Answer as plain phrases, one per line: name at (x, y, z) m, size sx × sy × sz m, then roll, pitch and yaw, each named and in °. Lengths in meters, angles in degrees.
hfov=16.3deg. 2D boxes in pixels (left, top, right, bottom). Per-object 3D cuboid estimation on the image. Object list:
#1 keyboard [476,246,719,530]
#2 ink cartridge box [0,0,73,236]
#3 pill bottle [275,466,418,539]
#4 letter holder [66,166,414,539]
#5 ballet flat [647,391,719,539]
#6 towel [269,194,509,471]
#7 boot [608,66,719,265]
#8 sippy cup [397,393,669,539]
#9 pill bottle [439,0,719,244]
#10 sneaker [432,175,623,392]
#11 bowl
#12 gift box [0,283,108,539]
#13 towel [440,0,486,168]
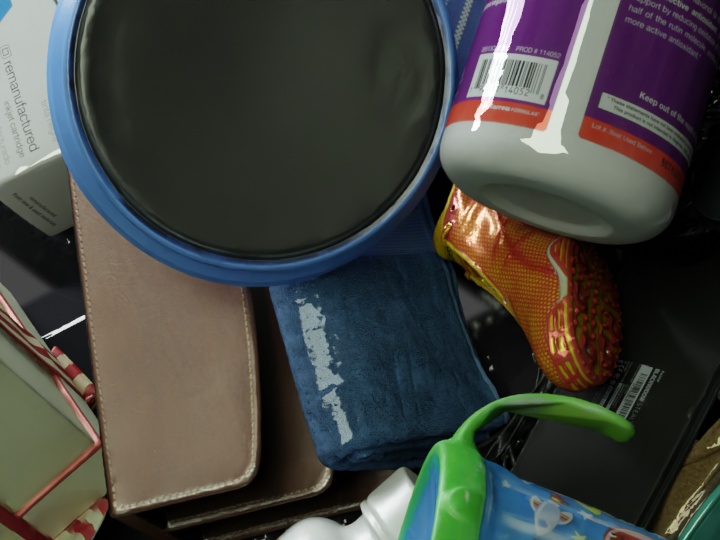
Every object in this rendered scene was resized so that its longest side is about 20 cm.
keyboard at (0.125, 0.067, 1.229) m, size 0.104 × 0.040 × 0.201 m, roll 15°, pitch 60°, yaw 32°
ink cartridge box at (-0.118, -0.132, 1.365) m, size 0.199 × 0.086 × 0.147 m, roll -26°, pitch 66°, yaw 12°
pill bottle at (-0.025, 0.191, 1.216) m, size 0.200 × 0.111 × 0.111 m, roll -42°, pitch 65°, yaw 3°
letter holder at (-0.058, 0.025, 1.287) m, size 0.141 × 0.101 × 0.201 m, roll -15°, pitch 69°, yaw 14°
ballet flat at (0.186, 0.077, 1.205) m, size 0.200 × 0.068 × 0.072 m, roll -52°, pitch 44°, yaw -1°
towel at (0.000, 0.000, 1.261) m, size 0.048 × 0.111 × 0.201 m, roll -31°, pitch 68°, yaw 43°
boot at (0.138, -0.092, 1.249) m, size 0.199 × 0.076 × 0.169 m, roll 6°, pitch 79°, yaw 38°
sippy cup at (0.079, 0.155, 1.100) m, size 0.130 × 0.140 × 0.179 m, roll 15°, pitch 111°, yaw -4°
pill bottle at (0.115, -0.121, 1.156) m, size 0.112 × 0.112 × 0.201 m, roll 14°, pitch 78°, yaw 23°
sneaker at (0.079, -0.005, 1.242) m, size 0.077 × 0.073 × 0.201 m, roll -26°, pitch 37°, yaw 10°
bowl at (-0.049, -0.093, 1.195) m, size 0.199 × 0.039 × 0.202 m, roll 0°, pitch 89°, yaw -9°
gift box at (-0.242, 0.090, 1.283) m, size 0.184 × 0.187 × 0.200 m, roll -38°, pitch 50°, yaw 4°
towel at (-0.020, -0.137, 1.273) m, size 0.199 × 0.024 × 0.145 m, roll 26°, pitch 46°, yaw -8°
